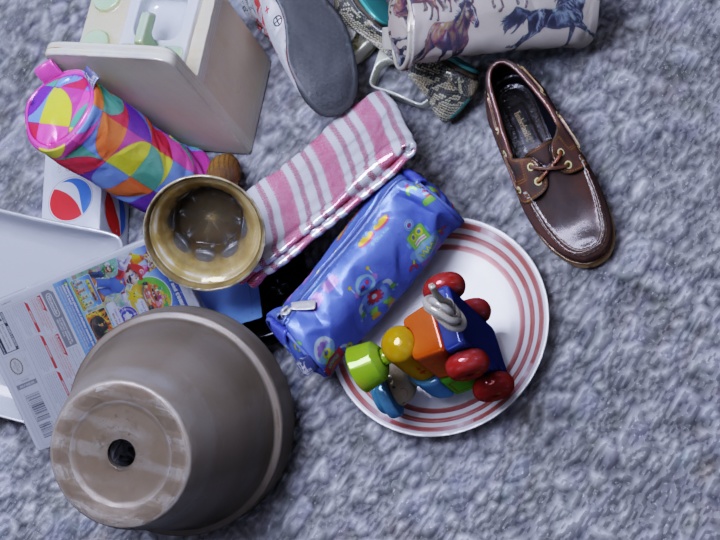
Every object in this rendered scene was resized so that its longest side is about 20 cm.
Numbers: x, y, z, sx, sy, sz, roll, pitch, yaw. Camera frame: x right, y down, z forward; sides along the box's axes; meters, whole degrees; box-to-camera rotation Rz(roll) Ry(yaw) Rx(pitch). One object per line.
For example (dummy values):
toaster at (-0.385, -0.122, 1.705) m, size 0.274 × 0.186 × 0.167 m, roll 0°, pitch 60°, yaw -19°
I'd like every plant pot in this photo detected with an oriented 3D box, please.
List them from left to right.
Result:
plant pot at (-0.169, 0.137, 1.224) m, size 0.198 × 0.174 × 0.202 m, roll 1°, pitch 95°, yaw 10°

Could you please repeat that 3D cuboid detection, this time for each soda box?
soda box at (-0.264, -0.084, 1.429) m, size 0.063 × 0.068 × 0.201 m, roll -7°, pitch 69°, yaw 14°

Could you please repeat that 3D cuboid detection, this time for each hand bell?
hand bell at (-0.128, -0.068, 1.330) m, size 0.103 × 0.200 × 0.105 m, roll 1°, pitch 112°, yaw 2°

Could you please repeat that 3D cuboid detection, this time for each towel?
towel at (-0.041, -0.078, 1.324) m, size 0.200 × 0.030 × 0.147 m, roll -39°, pitch 27°, yaw 8°

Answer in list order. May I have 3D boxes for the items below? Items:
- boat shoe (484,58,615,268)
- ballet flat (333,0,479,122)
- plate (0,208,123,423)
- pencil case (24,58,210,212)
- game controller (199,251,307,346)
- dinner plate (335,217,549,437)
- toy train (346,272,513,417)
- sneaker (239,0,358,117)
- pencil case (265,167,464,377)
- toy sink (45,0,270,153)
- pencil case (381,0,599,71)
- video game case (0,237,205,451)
boat shoe at (0.159, -0.096, 1.298) m, size 0.070 × 0.070 × 0.201 m, roll -29°, pitch 66°, yaw 5°
ballet flat at (0.025, -0.208, 1.391) m, size 0.200 × 0.068 × 0.075 m, roll 43°, pitch 109°, yaw 25°
plate at (-0.318, 0.040, 1.369) m, size 0.198 × 0.032 × 0.201 m, roll 13°, pitch 105°, yaw 10°
pencil case at (-0.219, -0.114, 1.353) m, size 0.088 × 0.200 × 0.089 m, roll -13°, pitch 62°, yaw 25°
game controller at (-0.141, 0.035, 1.361) m, size 0.199 × 0.042 × 0.105 m, roll -17°, pitch 66°, yaw 11°
dinner plate at (0.069, 0.050, 1.298) m, size 0.199 × 0.024 × 0.202 m, roll -6°, pitch 68°, yaw 15°
toy train at (0.038, 0.059, 1.176) m, size 0.115 × 0.200 × 0.085 m, roll -23°, pitch 64°, yaw 14°
sneaker at (-0.061, -0.232, 1.411) m, size 0.067 × 0.108 × 0.202 m, roll -26°, pitch 86°, yaw -8°
pencil case at (0.000, 0.000, 1.279) m, size 0.200 × 0.087 × 0.078 m, roll -49°, pitch 53°, yaw -5°
toy sink at (-0.183, -0.202, 1.375) m, size 0.129 × 0.200 × 0.113 m, roll 5°, pitch 72°, yaw 20°
pencil case at (0.118, -0.227, 1.314) m, size 0.199 × 0.089 × 0.078 m, roll -10°, pitch 106°, yaw -16°
video game case at (-0.232, 0.064, 1.329) m, size 0.199 × 0.018 × 0.144 m, roll -21°, pitch 99°, yaw 12°
